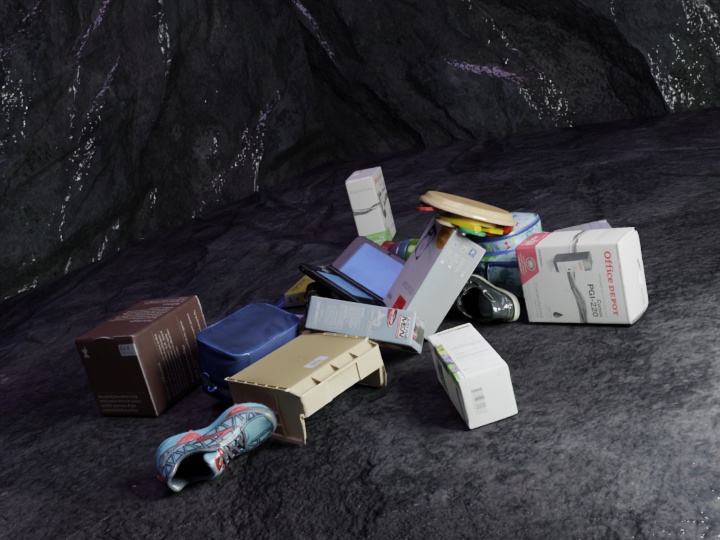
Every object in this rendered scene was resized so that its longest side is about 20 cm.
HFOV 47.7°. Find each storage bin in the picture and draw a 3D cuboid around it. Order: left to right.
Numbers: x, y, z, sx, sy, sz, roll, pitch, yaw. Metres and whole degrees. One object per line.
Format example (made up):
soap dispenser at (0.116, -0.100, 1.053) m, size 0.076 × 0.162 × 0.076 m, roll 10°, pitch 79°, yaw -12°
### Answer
storage bin at (-0.088, 0.188, 1.356) m, size 0.196 × 0.096 × 0.198 m, roll 1°, pitch 22°, yaw 45°

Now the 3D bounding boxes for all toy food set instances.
toy food set at (0.198, -0.108, 1.552) m, size 0.198 × 0.050 × 0.196 m, roll 25°, pitch 14°, yaw 40°

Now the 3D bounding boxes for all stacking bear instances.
stacking bear at (0.146, -0.013, 1.811) m, size 0.196 × 0.116 × 0.121 m, roll -1°, pitch 14°, yaw 26°

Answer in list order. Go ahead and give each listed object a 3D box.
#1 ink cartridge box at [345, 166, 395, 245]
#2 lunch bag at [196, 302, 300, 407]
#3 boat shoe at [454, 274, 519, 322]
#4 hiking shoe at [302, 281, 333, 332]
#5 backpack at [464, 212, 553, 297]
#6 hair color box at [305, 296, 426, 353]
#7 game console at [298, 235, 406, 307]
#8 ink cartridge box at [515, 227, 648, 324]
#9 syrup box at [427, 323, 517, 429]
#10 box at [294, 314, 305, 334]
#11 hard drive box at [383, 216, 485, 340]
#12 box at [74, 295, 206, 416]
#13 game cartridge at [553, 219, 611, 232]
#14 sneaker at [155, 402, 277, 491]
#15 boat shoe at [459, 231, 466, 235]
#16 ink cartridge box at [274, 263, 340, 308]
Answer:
ink cartridge box at (0.031, -0.177, 2.306) m, size 0.082 × 0.204 × 0.146 m, roll -10°, pitch 16°, yaw 15°
lunch bag at (-0.203, 0.165, 1.483) m, size 0.134 × 0.135 × 0.198 m, roll 19°, pitch 33°, yaw 38°
boat shoe at (0.216, 0.058, 1.550) m, size 0.065 × 0.076 × 0.199 m, roll -9°, pitch 21°, yaw -28°
hiking shoe at (-0.096, 0.080, 1.717) m, size 0.074 × 0.102 × 0.200 m, roll -19°, pitch 13°, yaw 8°
backpack at (0.307, -0.029, 1.629) m, size 0.181 × 0.150 × 0.198 m, roll -29°, pitch 24°, yaw -34°
hair color box at (0.011, 0.098, 1.461) m, size 0.196 × 0.062 × 0.099 m, roll 8°, pitch -11°, yaw 18°
game console at (0.000, 0.000, 1.727) m, size 0.198 × 0.118 × 0.175 m, roll 31°, pitch 8°, yaw 33°
ink cartridge box at (0.382, 0.011, 1.411) m, size 0.197 × 0.149 × 0.084 m, roll -3°, pitch 18°, yaw 40°
syrup box at (0.167, 0.156, 1.245) m, size 0.080 × 0.080 × 0.200 m, roll -17°, pitch 15°, yaw -5°
box at (-0.192, 0.149, 1.694) m, size 0.038 × 0.042 × 0.198 m, roll 1°, pitch 22°, yaw 46°
hard drive box at (0.138, 0.012, 1.570) m, size 0.202 × 0.076 × 0.156 m, roll -59°, pitch 15°, yaw 6°
box at (-0.417, 0.166, 1.613) m, size 0.163 × 0.168 × 0.200 m, roll -5°, pitch 19°, yaw 31°
game cartridge at (0.491, -0.060, 1.775) m, size 0.127 × 0.039 × 0.200 m, roll -16°, pitch 15°, yaw 12°
sneaker at (-0.211, 0.277, 1.234) m, size 0.197 × 0.080 × 0.096 m, roll -26°, pitch 26°, yaw -6°
boat shoe at (0.247, -0.086, 2.046) m, size 0.196 × 0.062 × 0.074 m, roll -8°, pitch 18°, yaw 26°
ink cartridge box at (-0.106, 0.033, 2.012) m, size 0.196 × 0.048 × 0.198 m, roll -6°, pitch 19°, yaw 23°
